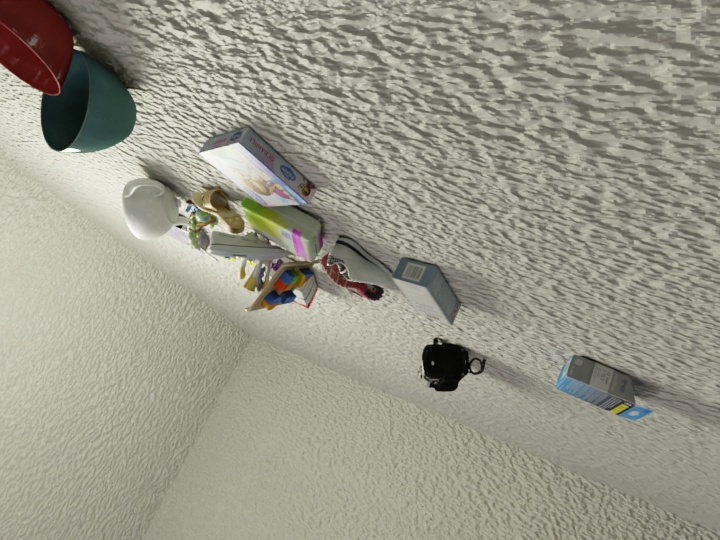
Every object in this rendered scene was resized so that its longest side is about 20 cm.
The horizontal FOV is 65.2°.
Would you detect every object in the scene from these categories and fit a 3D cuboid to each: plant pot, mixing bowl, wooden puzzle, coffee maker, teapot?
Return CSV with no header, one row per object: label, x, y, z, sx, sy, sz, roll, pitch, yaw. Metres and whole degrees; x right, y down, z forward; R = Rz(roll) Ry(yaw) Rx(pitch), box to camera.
plant pot,-0.548,-0.334,1.166,0.198,0.203,0.134,15,-173,36
mixing bowl,-0.612,-0.438,1.041,0.198,0.109,0.201,26,158,11
wooden puzzle,-0.211,0.050,1.592,0.046,0.200,0.185,48,-161,13
coffee maker,0.282,0.320,1.795,0.190,0.136,0.200,23,163,13
teapot,-0.613,-0.193,1.693,0.144,0.200,0.201,-10,-158,1

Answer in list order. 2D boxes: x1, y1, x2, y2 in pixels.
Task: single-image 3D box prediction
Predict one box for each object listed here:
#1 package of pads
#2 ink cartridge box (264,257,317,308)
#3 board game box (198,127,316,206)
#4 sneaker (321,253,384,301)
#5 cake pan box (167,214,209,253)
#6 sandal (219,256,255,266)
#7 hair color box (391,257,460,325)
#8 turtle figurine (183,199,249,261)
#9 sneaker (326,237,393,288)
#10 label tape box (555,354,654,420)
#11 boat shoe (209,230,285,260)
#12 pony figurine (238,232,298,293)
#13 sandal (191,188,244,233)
package of pads,-0.189,-0.110,1.403,0.198,0.069,0.155,29,163,8
ink cartridge box,-0.225,0.036,1.847,0.144,0.084,0.200,25,162,9
board game box,-0.222,-0.213,1.208,0.200,0.042,0.198,40,159,-33
sneaker,-0.030,0.024,1.522,0.199,0.081,0.074,36,163,-27
cake pan box,-0.647,-0.150,2.025,0.182,0.053,0.200,24,163,6
sandal,-0.406,-0.075,1.840,0.197,0.080,0.087,7,151,31
hair color box,0.160,0.052,1.345,0.098,0.061,0.200,16,158,34
turtle figurine,-0.432,-0.113,1.631,0.198,0.146,0.194,26,174,-20
sneaker,0.000,0.000,1.411,0.199,0.081,0.076,35,160,-26
label tape box,0.583,0.281,1.346,0.198,0.067,0.144,20,162,16
boat shoe,-0.288,-0.069,1.454,0.197,0.066,0.073,6,166,-26
pony figurine,-0.268,-0.038,1.587,0.164,0.203,0.193,16,176,14
sandal,-0.375,-0.183,1.503,0.211,0.077,0.070,39,131,29
